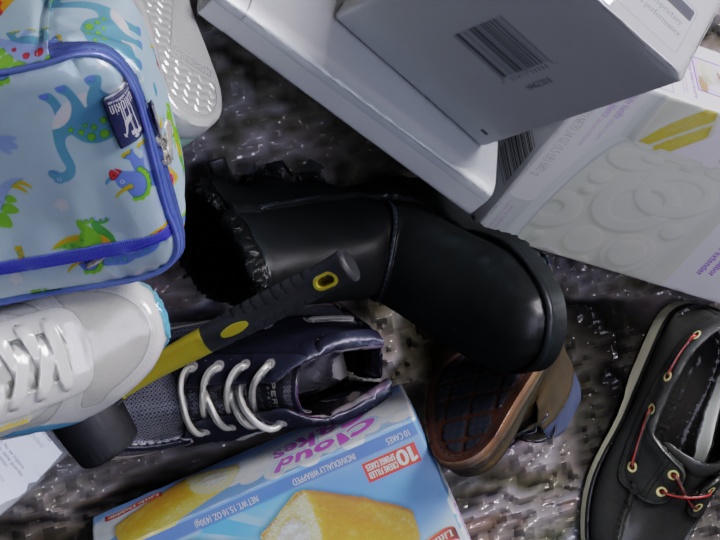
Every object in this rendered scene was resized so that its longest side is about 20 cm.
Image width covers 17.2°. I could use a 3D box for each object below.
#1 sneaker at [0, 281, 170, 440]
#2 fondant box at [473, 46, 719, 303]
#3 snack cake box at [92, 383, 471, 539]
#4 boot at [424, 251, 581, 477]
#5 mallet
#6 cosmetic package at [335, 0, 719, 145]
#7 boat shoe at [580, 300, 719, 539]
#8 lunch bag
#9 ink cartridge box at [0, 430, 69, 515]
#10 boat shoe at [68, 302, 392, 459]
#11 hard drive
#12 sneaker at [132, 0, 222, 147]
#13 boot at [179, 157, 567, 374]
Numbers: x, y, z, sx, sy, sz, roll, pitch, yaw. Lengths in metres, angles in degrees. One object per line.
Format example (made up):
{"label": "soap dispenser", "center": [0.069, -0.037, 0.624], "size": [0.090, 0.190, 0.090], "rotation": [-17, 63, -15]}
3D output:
{"label": "sneaker", "center": [-0.194, 0.058, 1.233], "size": [0.199, 0.081, 0.077], "rotation": [-19, 95, 0]}
{"label": "fondant box", "center": [0.185, -0.063, 1.427], "size": [0.199, 0.058, 0.144], "rotation": [15, 135, -25]}
{"label": "snack cake box", "center": [-0.042, 0.162, 1.367], "size": [0.199, 0.067, 0.115], "rotation": [-24, 106, 0]}
{"label": "boot", "center": [0.095, 0.079, 1.398], "size": [0.097, 0.074, 0.200], "rotation": [65, 27, -26]}
{"label": "mallet", "center": [-0.094, 0.032, 1.274], "size": [0.200, 0.041, 0.066], "rotation": [-35, 104, 21]}
{"label": "cosmetic package", "center": [0.119, -0.196, 1.284], "size": [0.123, 0.199, 0.200], "rotation": [40, 66, -18]}
{"label": "boat shoe", "center": [0.194, 0.120, 1.500], "size": [0.073, 0.063, 0.202], "rotation": [17, 92, -27]}
{"label": "lunch bag", "center": [-0.190, -0.054, 1.200], "size": [0.199, 0.083, 0.161], "rotation": [-8, 131, 4]}
{"label": "ink cartridge box", "center": [-0.276, 0.073, 1.296], "size": [0.200, 0.043, 0.197], "rotation": [-40, 109, -15]}
{"label": "boat shoe", "center": [-0.077, 0.065, 1.353], "size": [0.199, 0.093, 0.075], "rotation": [-18, 105, -19]}
{"label": "hard drive", "center": [-0.001, -0.133, 1.351], "size": [0.200, 0.132, 0.027], "rotation": [36, 126, -24]}
{"label": "sneaker", "center": [-0.151, -0.142, 1.304], "size": [0.074, 0.118, 0.201], "rotation": [11, 57, -47]}
{"label": "boot", "center": [0.000, -0.001, 1.327], "size": [0.162, 0.198, 0.074], "rotation": [-2, 119, -33]}
